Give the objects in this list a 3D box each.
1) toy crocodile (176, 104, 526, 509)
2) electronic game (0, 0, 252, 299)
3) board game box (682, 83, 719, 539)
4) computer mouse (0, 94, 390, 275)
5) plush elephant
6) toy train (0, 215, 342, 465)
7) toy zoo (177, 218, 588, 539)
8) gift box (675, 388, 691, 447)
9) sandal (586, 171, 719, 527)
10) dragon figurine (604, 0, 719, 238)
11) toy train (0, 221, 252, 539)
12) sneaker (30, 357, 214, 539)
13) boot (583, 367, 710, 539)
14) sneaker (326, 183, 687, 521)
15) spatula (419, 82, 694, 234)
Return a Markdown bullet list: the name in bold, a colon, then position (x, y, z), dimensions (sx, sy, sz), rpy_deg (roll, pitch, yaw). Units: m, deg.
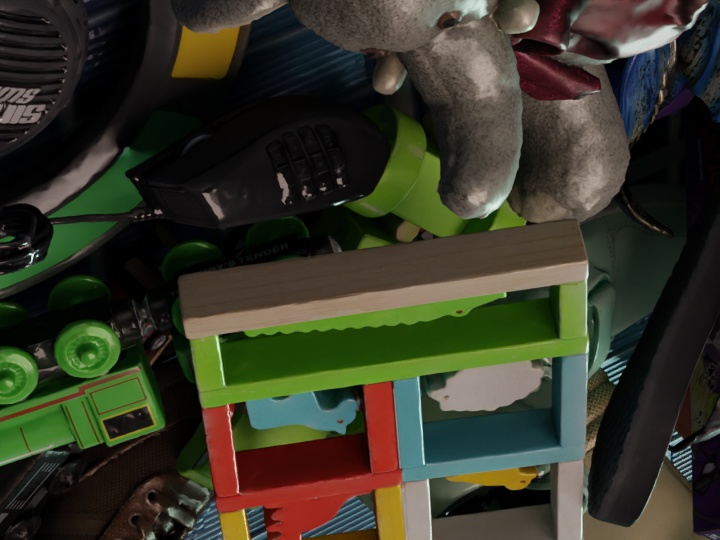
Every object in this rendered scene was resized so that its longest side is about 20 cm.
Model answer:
- **toy crocodile**: position (0.000, 0.000, 0.876), dimensions (0.067, 0.062, 0.200), rpy_deg (26, 104, -31)
- **electronic game**: position (-0.121, -0.066, 0.744), dimensions (0.200, 0.042, 0.200), rpy_deg (-23, 139, -22)
- **board game box**: position (0.168, 0.019, 0.961), dimensions (0.032, 0.201, 0.120), rpy_deg (-11, 157, 30)
- **computer mouse**: position (-0.076, -0.029, 0.758), dimensions (0.200, 0.059, 0.034), rpy_deg (-14, 111, -35)
- **plush elephant**: position (0.042, -0.090, 0.730), dimensions (0.155, 0.164, 0.200), rpy_deg (-38, 107, -42)
- **toy train**: position (-0.098, 0.035, 0.816), dimensions (0.199, 0.042, 0.057), rpy_deg (-18, 124, 0)
- **toy zoo**: position (0.013, 0.063, 0.831), dimensions (0.131, 0.021, 0.200), rpy_deg (-8, 140, -3)
- **gift box**: position (0.267, 0.072, 1.075), dimensions (0.187, 0.200, 0.185), rpy_deg (17, 120, -48)
- **sandal**: position (0.137, 0.004, 0.868), dimensions (0.200, 0.043, 0.076), rpy_deg (-62, 178, -18)
- **dragon figurine**: position (0.108, -0.079, 0.853), dimensions (0.059, 0.099, 0.201), rpy_deg (-10, 122, -18)
- **toy train**: position (-0.085, 0.022, 0.857), dimensions (0.200, 0.034, 0.046), rpy_deg (-51, 158, 12)
- **sneaker**: position (-0.101, 0.121, 0.912), dimensions (0.200, 0.076, 0.070), rpy_deg (-45, 141, 7)
- **boot**: position (0.089, 0.153, 1.043), dimensions (0.073, 0.155, 0.200), rpy_deg (-22, 154, -53)
- **sneaker**: position (0.081, 0.048, 0.955), dimensions (0.200, 0.118, 0.074), rpy_deg (-28, 140, -15)
- **spatula**: position (0.037, -0.036, 0.917), dimensions (0.200, 0.021, 0.057), rpy_deg (-33, 135, -8)
